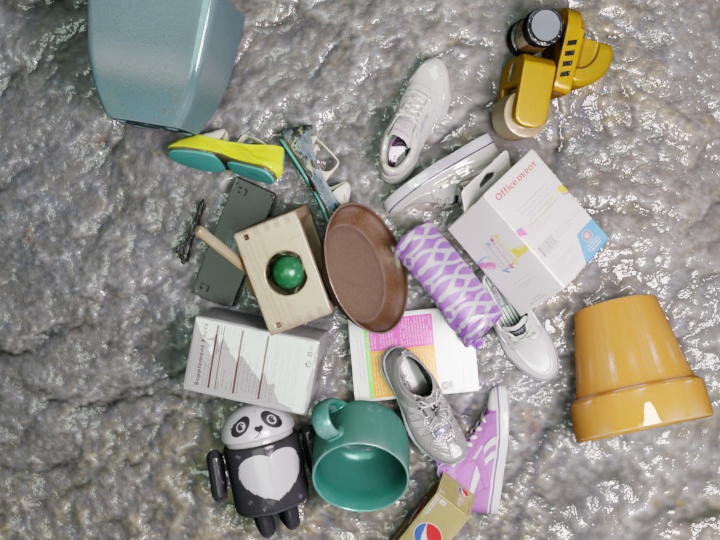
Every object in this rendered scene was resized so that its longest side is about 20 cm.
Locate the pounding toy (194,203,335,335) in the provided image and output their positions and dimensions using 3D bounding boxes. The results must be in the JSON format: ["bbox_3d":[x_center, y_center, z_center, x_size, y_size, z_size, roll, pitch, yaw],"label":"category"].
[{"bbox_3d":[-0.132,-0.009,1.372,0.139,0.200,0.188,-20,96,6],"label":"pounding toy"}]

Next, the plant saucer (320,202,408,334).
[{"bbox_3d":[0.000,0.000,1.389,0.036,0.199,0.204,-19,91,36],"label":"plant saucer"}]

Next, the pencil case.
[{"bbox_3d":[0.129,0.020,1.394,0.083,0.086,0.201,-25,70,-32],"label":"pencil case"}]

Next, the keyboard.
[{"bbox_3d":[-0.224,-0.052,1.478,0.125,0.021,0.204,23,93,-2],"label":"keyboard"}]

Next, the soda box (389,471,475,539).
[{"bbox_3d":[0.093,0.413,1.418,0.063,0.068,0.202,35,112,3],"label":"soda box"}]

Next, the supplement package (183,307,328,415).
[{"bbox_3d":[-0.159,0.138,1.431,0.195,0.117,0.120,11,96,5],"label":"supplement package"}]

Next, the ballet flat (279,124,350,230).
[{"bbox_3d":[-0.054,-0.138,1.435,0.073,0.074,0.203,-29,91,6],"label":"ballet flat"}]

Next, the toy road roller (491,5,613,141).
[{"bbox_3d":[0.288,-0.287,1.370,0.143,0.123,0.205,12,93,-7],"label":"toy road roller"}]

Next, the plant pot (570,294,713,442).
[{"bbox_3d":[0.395,0.141,1.351,0.196,0.200,0.188,-12,76,6],"label":"plant pot"}]

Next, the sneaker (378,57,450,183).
[{"bbox_3d":[0.085,-0.228,1.400,0.074,0.100,0.204,22,93,6],"label":"sneaker"}]

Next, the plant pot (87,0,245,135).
[{"bbox_3d":[-0.297,-0.314,1.385,0.191,0.196,0.205,8,94,5],"label":"plant pot"}]

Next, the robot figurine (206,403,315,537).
[{"bbox_3d":[-0.148,0.306,1.433,0.123,0.149,0.205,-10,92,35],"label":"robot figurine"}]

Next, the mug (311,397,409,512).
[{"bbox_3d":[0.001,0.262,1.400,0.148,0.115,0.188,2,126,1],"label":"mug"}]

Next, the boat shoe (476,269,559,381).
[{"bbox_3d":[0.237,0.088,1.415,0.073,0.067,0.201,-37,89,6],"label":"boat shoe"}]

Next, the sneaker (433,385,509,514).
[{"bbox_3d":[0.172,0.274,1.430,0.112,0.073,0.206,8,93,8],"label":"sneaker"}]

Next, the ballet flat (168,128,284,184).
[{"bbox_3d":[-0.207,-0.187,1.448,0.196,0.067,0.068,13,69,18],"label":"ballet flat"}]

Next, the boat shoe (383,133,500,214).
[{"bbox_3d":[0.131,-0.131,1.418,0.198,0.071,0.071,-31,87,-1],"label":"boat shoe"}]

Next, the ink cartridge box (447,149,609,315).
[{"bbox_3d":[0.238,-0.064,1.358,0.128,0.125,0.201,-39,87,-30],"label":"ink cartridge box"}]

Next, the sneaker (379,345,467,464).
[{"bbox_3d":[0.096,0.205,1.377,0.074,0.082,0.202,-35,90,-15],"label":"sneaker"}]

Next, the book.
[{"bbox_3d":[0.083,0.129,1.444,0.195,0.048,0.137,-5,91,4],"label":"book"}]
